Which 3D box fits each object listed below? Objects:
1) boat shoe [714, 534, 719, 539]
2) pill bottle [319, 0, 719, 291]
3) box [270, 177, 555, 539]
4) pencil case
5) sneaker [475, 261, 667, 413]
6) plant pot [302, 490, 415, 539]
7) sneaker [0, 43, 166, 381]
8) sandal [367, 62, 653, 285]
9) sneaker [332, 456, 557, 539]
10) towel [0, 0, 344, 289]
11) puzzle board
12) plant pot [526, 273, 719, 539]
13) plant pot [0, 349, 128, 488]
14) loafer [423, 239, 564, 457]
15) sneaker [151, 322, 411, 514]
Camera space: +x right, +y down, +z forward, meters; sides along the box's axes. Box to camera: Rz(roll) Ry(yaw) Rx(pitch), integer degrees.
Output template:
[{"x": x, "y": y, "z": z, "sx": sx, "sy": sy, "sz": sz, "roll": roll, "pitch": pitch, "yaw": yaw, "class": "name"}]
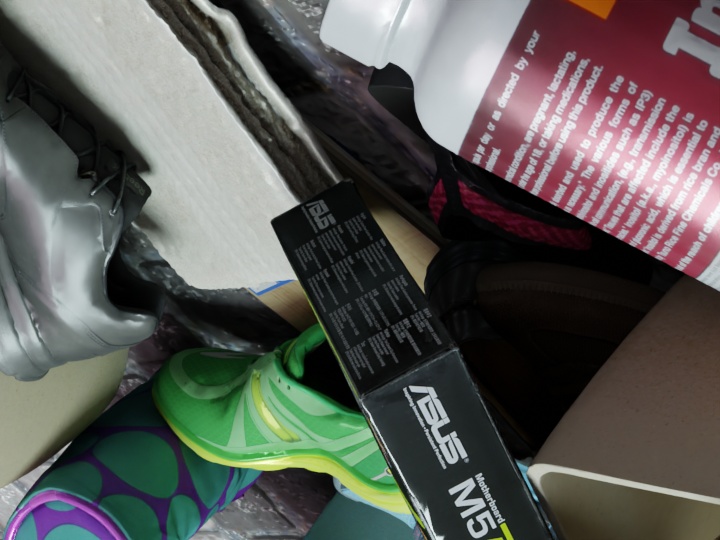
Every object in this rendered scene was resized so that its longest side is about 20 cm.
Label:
[{"x": 0.180, "y": 0.166, "z": 0.754, "sx": 0.067, "sy": 0.072, "sz": 0.200, "roll": -3, "pitch": 135, "yaw": 45, "class": "boat shoe"}, {"x": 0.092, "y": -0.073, "z": 0.777, "sx": 0.199, "sy": 0.113, "sz": 0.113, "roll": 27, "pitch": 151, "yaw": 2, "class": "pill bottle"}, {"x": 0.037, "y": 0.080, "z": 0.892, "sx": 0.200, "sy": 0.047, "sz": 0.194, "roll": -120, "pitch": 5, "yaw": -68, "class": "box"}, {"x": -0.114, "y": 0.119, "z": 1.178, "sx": 0.085, "sy": 0.200, "sz": 0.093, "roll": -15, "pitch": 103, "yaw": 22, "class": "pencil case"}, {"x": 0.129, "y": 0.060, "z": 0.946, "sx": 0.199, "sy": 0.076, "sz": 0.070, "roll": 25, "pitch": 163, "yaw": -25, "class": "sneaker"}, {"x": 0.040, "y": 0.224, "z": 1.278, "sx": 0.199, "sy": 0.142, "sz": 0.141, "roll": 36, "pitch": 152, "yaw": 6, "class": "plant pot"}, {"x": -0.144, "y": -0.047, "z": 0.996, "sx": 0.090, "sy": 0.076, "sz": 0.201, "roll": -10, "pitch": 120, "yaw": 15, "class": "sneaker"}, {"x": 0.064, "y": -0.023, "z": 0.904, "sx": 0.075, "sy": 0.045, "sz": 0.200, "roll": 14, "pitch": 162, "yaw": 35, "class": "sandal"}, {"x": 0.068, "y": 0.142, "z": 1.144, "sx": 0.199, "sy": 0.096, "sz": 0.079, "roll": 16, "pitch": 162, "yaw": 21, "class": "sneaker"}, {"x": -0.086, "y": -0.071, "z": 0.997, "sx": 0.132, "sy": 0.035, "sz": 0.200, "roll": -3, "pitch": 130, "yaw": 50, "class": "towel"}, {"x": 0.000, "y": 0.000, "z": 1.074, "sx": 0.200, "sy": 0.017, "sz": 0.150, "roll": 39, "pitch": 150, "yaw": -17, "class": "puzzle board"}, {"x": 0.208, "y": 0.076, "z": 0.843, "sx": 0.199, "sy": 0.178, "sz": 0.200, "roll": 8, "pitch": 144, "yaw": 32, "class": "plant pot"}, {"x": -0.196, "y": 0.028, "z": 1.143, "sx": 0.134, "sy": 0.202, "sz": 0.200, "roll": 2, "pitch": 164, "yaw": -30, "class": "plant pot"}, {"x": 0.102, "y": 0.071, "z": 1.010, "sx": 0.200, "sy": 0.072, "sz": 0.073, "roll": 39, "pitch": 120, "yaw": -18, "class": "loafer"}, {"x": -0.023, "y": 0.059, "z": 1.120, "sx": 0.199, "sy": 0.074, "sz": 0.084, "roll": 10, "pitch": 123, "yaw": 38, "class": "sneaker"}]
